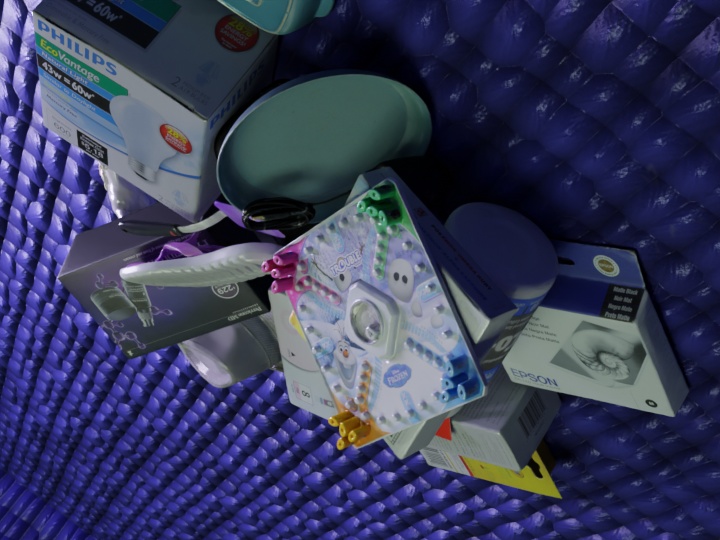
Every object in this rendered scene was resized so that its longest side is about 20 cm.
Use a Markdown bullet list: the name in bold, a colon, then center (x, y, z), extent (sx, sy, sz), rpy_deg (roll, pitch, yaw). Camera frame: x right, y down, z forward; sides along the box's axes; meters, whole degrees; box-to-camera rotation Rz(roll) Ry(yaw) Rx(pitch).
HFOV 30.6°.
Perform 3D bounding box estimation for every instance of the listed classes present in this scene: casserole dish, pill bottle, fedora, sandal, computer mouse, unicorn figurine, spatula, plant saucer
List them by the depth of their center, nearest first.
- **casserole dish**: center (-0.113, -0.274, 1.133), extent (0.200, 0.039, 0.121), rpy_deg (36, 152, 2)
- **plant saucer**: center (-0.034, -0.114, 1.183), extent (0.201, 0.199, 0.028), rpy_deg (86, 167, -56)
- **computer mouse**: center (-0.011, -0.062, 1.216), extent (0.059, 0.199, 0.034), rpy_deg (85, 170, -57)
- **pill bottle**: center (0.095, 0.043, 1.241), extent (0.113, 0.114, 0.201), rpy_deg (32, 130, 6)
- **spatula**: center (-0.165, -0.046, 1.300), extent (0.199, 0.021, 0.057), rpy_deg (-3, 152, 32)
- **sandal**: center (-0.157, -0.015, 1.344), extent (0.202, 0.050, 0.082), rpy_deg (-6, 165, 31)
- **unicorn figurine**: center (-0.261, -0.081, 1.536), extent (0.138, 0.074, 0.200), rpy_deg (59, 162, 5)
- **fedora**: center (-0.175, 0.087, 1.667), extent (0.199, 0.090, 0.177), rpy_deg (26, 151, 38)

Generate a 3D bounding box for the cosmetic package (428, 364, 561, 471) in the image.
- **cosmetic package**: center (0.109, 0.145, 1.462), extent (0.199, 0.102, 0.074), rpy_deg (10, 141, 42)

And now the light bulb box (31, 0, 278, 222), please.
- **light bulb box**: center (-0.198, -0.183, 1.273), extent (0.198, 0.125, 0.200), rpy_deg (32, 154, 6)

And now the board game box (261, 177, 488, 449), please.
- **board game box**: center (0.005, 0.046, 1.167), extent (0.200, 0.026, 0.201), rpy_deg (-31, 81, 49)

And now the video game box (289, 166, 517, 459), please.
- **video game box**: center (0.031, 0.040, 1.189), extent (0.182, 0.047, 0.200), rpy_deg (48, 134, 21)

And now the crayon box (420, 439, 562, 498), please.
- **crayon box**: center (0.145, 0.196, 1.551), extent (0.199, 0.051, 0.127), rpy_deg (9, 142, 41)

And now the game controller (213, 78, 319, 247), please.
- **game controller**: center (-0.064, -0.092, 1.267), extent (0.042, 0.104, 0.200), rpy_deg (52, 177, 43)

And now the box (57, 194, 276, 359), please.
- **box**: center (-0.210, 0.003, 1.457), extent (0.199, 0.079, 0.141), rpy_deg (-19, 127, 26)

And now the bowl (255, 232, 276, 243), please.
- **bowl**: center (-0.121, -0.037, 1.503), extent (0.200, 0.039, 0.201), rpy_deg (27, 151, 17)

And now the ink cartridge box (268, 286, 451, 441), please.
- **ink cartridge box**: center (-0.002, 0.101, 1.410), extent (0.199, 0.057, 0.163), rpy_deg (22, 134, 37)

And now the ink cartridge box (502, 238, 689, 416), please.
- **ink cartridge box**: center (0.201, 0.051, 1.279), extent (0.199, 0.041, 0.200), rpy_deg (9, 142, 41)
